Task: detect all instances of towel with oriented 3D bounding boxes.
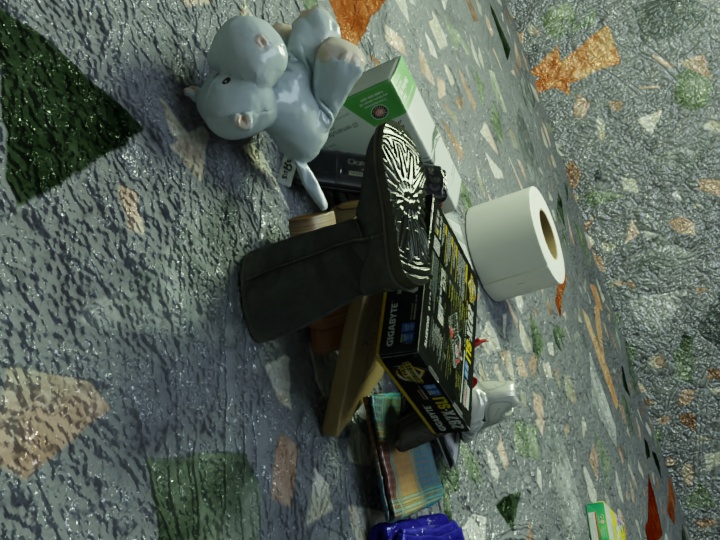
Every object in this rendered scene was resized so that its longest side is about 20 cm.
[{"bbox_3d":[0.056,0.223,0.965,0.200,0.021,0.148,23,53,-68],"label":"towel"},{"bbox_3d":[0.080,0.365,0.919,0.200,0.049,0.149,24,52,-59],"label":"towel"}]

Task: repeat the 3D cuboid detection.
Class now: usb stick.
[{"bbox_3d":[0.010,-0.116,0.955,0.033,0.198,0.056,120,-27,-61],"label":"usb stick"}]

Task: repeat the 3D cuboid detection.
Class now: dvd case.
[{"bbox_3d":[0.103,0.161,1.109,0.149,0.016,0.202,-52,122,-73],"label":"dvd case"}]

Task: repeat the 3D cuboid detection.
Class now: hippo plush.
[{"bbox_3d":[-0.110,-0.190,0.824,0.160,0.159,0.202,0,116,-46],"label":"hippo plush"}]

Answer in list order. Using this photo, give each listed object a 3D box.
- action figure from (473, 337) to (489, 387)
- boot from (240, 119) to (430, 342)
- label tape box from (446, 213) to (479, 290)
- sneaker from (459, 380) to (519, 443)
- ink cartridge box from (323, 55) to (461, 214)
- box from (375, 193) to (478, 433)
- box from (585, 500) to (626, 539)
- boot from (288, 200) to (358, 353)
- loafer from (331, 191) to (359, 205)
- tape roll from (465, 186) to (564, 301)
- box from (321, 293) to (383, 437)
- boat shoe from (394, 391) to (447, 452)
[{"bbox_3d":[0.124,0.094,0.996,0.066,0.098,0.200,62,-5,-8],"label":"action figure"},{"bbox_3d":[-0.031,-0.035,0.765,0.072,0.199,0.184,23,58,-42],"label":"boot"},{"bbox_3d":[0.129,0.002,1.222,0.143,0.066,0.202,18,51,-61],"label":"label tape box"},{"bbox_3d":[0.169,0.190,1.073,0.200,0.080,0.076,87,-13,-75],"label":"sneaker"},{"bbox_3d":[0.030,-0.155,1.036,0.201,0.145,0.083,58,28,-26],"label":"ink cartridge box"},{"bbox_3d":[0.077,0.045,0.828,0.160,0.049,0.202,57,33,-46],"label":"box"},{"bbox_3d":[0.576,0.619,1.794,0.200,0.048,0.118,44,37,-42],"label":"box"},{"bbox_3d":[0.000,0.000,0.912,0.199,0.076,0.157,-23,107,-52],"label":"boot"},{"bbox_3d":[0.011,-0.052,1.008,0.072,0.062,0.202,-156,-131,-80],"label":"loafer"},{"bbox_3d":[0.313,-0.052,1.569,0.203,0.138,0.205,45,36,-46],"label":"tape roll"},{"bbox_3d":[0.012,0.064,0.874,0.163,0.021,0.202,-42,148,-62],"label":"box"},{"bbox_3d":[0.072,0.168,0.937,0.200,0.074,0.074,34,32,-75],"label":"boat shoe"}]
